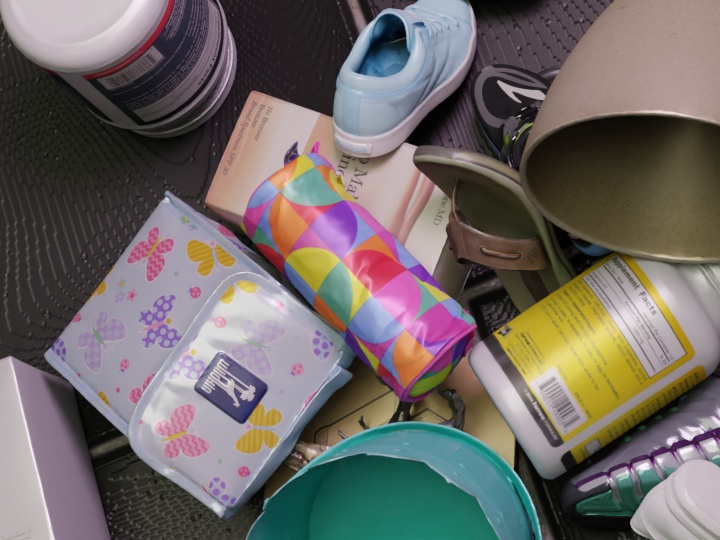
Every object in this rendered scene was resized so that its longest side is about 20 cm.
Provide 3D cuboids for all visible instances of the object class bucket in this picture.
[{"bbox_3d":[0.029,0.210,1.394,0.205,0.135,0.210,2,100,13],"label":"bucket"}]

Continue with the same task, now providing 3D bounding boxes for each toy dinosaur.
[{"bbox_3d":[0.041,0.128,1.471,0.198,0.047,0.089,8,94,17],"label":"toy dinosaur"}]

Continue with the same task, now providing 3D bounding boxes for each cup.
[{"bbox_3d":[0.214,-0.113,1.320,0.198,0.201,0.145,3,64,17],"label":"cup"}]

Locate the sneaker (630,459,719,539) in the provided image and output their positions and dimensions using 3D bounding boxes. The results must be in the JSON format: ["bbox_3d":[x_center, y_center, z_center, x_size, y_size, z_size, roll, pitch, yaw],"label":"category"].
[{"bbox_3d":[0.276,0.225,1.393,0.200,0.075,0.089,47,133,3],"label":"sneaker"}]

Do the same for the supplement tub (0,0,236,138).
[{"bbox_3d":[-0.186,-0.194,1.560,0.139,0.200,0.142,-4,75,15],"label":"supplement tub"}]

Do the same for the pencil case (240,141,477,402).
[{"bbox_3d":[0.000,0.000,1.430,0.088,0.088,0.200,-42,76,2],"label":"pencil case"}]

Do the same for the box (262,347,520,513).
[{"bbox_3d":[0.024,0.140,1.508,0.198,0.021,0.165,0,75,16],"label":"box"}]

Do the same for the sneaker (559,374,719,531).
[{"bbox_3d":[0.236,0.123,1.439,0.198,0.075,0.088,-19,49,7],"label":"sneaker"}]

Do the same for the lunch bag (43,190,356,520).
[{"bbox_3d":[-0.115,0.065,1.497,0.200,0.127,0.170,41,94,31],"label":"lunch bag"}]

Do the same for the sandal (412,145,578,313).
[{"bbox_3d":[0.102,-0.017,1.436,0.079,0.201,0.058,5,52,45],"label":"sandal"}]

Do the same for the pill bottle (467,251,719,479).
[{"bbox_3d":[0.186,0.052,1.423,0.199,0.113,0.113,-33,69,1],"label":"pill bottle"}]

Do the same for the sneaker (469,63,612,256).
[{"bbox_3d":[0.139,-0.096,1.462,0.070,0.083,0.200,-35,47,5],"label":"sneaker"}]

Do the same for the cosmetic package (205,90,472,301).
[{"bbox_3d":[-0.006,-0.054,1.532,0.198,0.087,0.104,19,81,19],"label":"cosmetic package"}]

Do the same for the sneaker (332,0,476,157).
[{"bbox_3d":[0.040,-0.172,1.511,0.073,0.082,0.201,17,45,14],"label":"sneaker"}]

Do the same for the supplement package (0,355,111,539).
[{"bbox_3d":[-0.274,0.188,1.529,0.120,0.120,0.202,-21,71,11],"label":"supplement package"}]

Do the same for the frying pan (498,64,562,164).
[{"bbox_3d":[0.183,-0.084,1.520,0.115,0.031,0.190,-44,66,2],"label":"frying pan"}]
